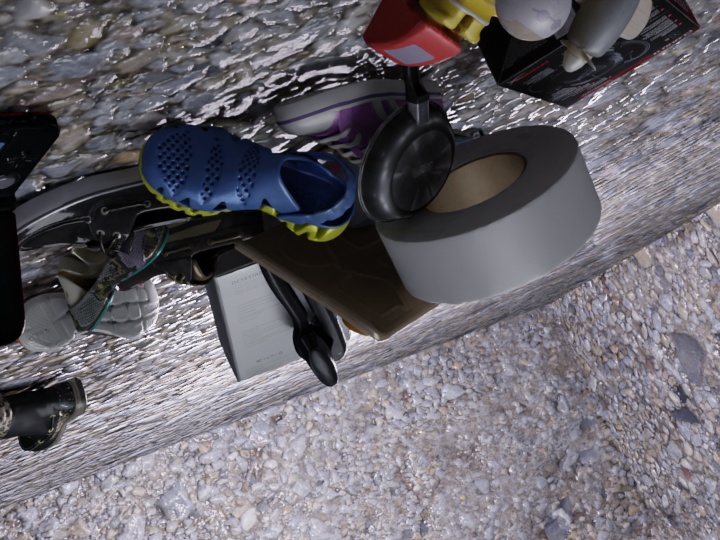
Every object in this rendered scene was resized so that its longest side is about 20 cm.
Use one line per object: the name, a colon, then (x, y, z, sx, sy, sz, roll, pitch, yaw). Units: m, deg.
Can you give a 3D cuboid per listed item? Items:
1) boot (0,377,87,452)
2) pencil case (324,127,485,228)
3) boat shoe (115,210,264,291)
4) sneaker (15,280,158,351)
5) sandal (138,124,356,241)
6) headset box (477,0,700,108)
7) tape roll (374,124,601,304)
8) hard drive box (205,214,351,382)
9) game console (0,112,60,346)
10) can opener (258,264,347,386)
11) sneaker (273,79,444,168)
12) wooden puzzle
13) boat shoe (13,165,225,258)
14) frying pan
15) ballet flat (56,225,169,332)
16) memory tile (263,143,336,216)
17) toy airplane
boot: (-0.520, 0.230, 1.527, 0.154, 0.074, 0.204, -8, 157, -45)
pencil case: (0.056, -0.100, 1.066, 0.200, 0.083, 0.091, -15, 157, -37)
boat shoe: (-0.184, -0.020, 1.047, 0.200, 0.073, 0.074, -29, 167, 25)
sneaker: (-0.316, 0.041, 1.129, 0.082, 0.077, 0.200, 1, -175, 37)
sandal: (-0.083, -0.080, 0.840, 0.200, 0.080, 0.087, 9, 168, -25)
headset box: (0.207, -0.222, 0.909, 0.149, 0.077, 0.200, -29, 169, 28)
tape roll: (0.117, -0.055, 0.939, 0.202, 0.071, 0.203, -23, -155, 11)
hard drive box: (-0.099, 0.022, 1.198, 0.156, 0.077, 0.200, -20, 141, -15)
game console: (-0.309, -0.015, 0.696, 0.200, 0.119, 0.172, -13, 165, -45)
can opener: (-0.059, 0.042, 1.139, 0.063, 0.079, 0.200, -31, 130, -14)
sneaker: (0.012, -0.110, 0.902, 0.200, 0.115, 0.073, -12, -175, -43)
wooden puzzle: (0.000, 0.000, 1.013, 0.200, 0.185, 0.046, -24, 138, -48)
boat shoe: (-0.210, -0.046, 0.890, 0.200, 0.066, 0.070, -19, 168, -25)
frying pan: (0.055, -0.125, 0.865, 0.115, 0.031, 0.190, -4, 120, -49)
ballet flat: (-0.261, -0.005, 1.004, 0.072, 0.072, 0.200, -13, 161, -44)
memory tile: (-0.019, -0.117, 1.087, 0.200, 0.017, 0.153, -20, 168, -14)
toy airplane: (0.103, -0.202, 0.612, 0.200, 0.141, 0.199, -8, 146, -7)
